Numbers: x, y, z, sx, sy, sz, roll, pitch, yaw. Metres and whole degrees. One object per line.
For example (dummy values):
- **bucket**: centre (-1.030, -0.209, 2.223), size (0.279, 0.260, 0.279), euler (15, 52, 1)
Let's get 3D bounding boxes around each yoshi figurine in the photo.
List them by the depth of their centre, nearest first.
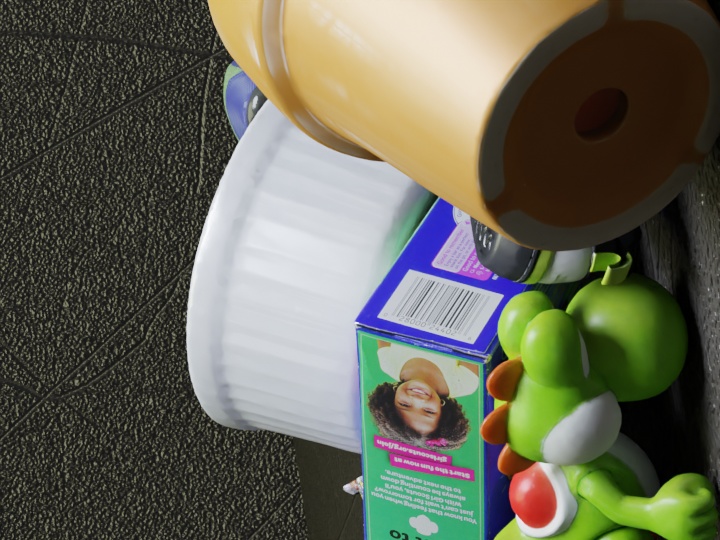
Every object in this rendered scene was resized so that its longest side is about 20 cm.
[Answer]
- **yoshi figurine**: centre (0.126, 0.079, 1.398), size (0.112, 0.112, 0.200), euler (-62, -34, -38)

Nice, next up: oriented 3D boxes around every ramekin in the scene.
- **ramekin**: centre (0.000, 0.000, 1.528), size (0.201, 0.097, 0.201), euler (-48, -32, -44)

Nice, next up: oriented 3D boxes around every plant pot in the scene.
- **plant pot**: centre (0.060, -0.108, 1.256), size (0.183, 0.199, 0.201), euler (51, 154, 44)

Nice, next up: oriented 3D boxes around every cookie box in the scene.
- **cookie box**: centre (0.065, 0.058, 1.492), size (0.171, 0.075, 0.201), euler (-55, -28, -43)

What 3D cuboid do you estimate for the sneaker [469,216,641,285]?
- **sneaker**: centre (0.095, -0.050, 1.405), size (0.200, 0.082, 0.072), euler (-92, 15, -53)

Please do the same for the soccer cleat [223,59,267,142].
- **soccer cleat**: centre (-0.016, -0.044, 1.670), size (0.200, 0.065, 0.084), euler (60, 172, -32)

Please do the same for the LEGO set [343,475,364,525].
- **LEGO set**: centre (0.053, 0.164, 1.670), size (0.201, 0.116, 0.154), euler (65, -171, 5)
